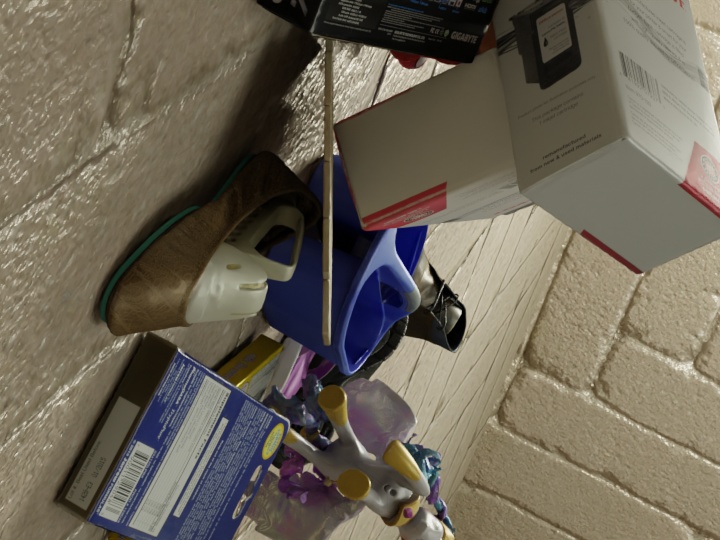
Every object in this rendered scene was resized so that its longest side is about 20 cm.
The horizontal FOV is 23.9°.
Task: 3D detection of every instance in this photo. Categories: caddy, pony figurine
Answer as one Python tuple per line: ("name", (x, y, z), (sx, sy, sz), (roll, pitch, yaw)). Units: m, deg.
("caddy", (0.000, 0.000, 1.316), (0.142, 0.105, 0.200), (-60, 169, -13))
("pony figurine", (-0.009, 0.161, 1.375), (0.167, 0.193, 0.200), (-50, 144, -11))

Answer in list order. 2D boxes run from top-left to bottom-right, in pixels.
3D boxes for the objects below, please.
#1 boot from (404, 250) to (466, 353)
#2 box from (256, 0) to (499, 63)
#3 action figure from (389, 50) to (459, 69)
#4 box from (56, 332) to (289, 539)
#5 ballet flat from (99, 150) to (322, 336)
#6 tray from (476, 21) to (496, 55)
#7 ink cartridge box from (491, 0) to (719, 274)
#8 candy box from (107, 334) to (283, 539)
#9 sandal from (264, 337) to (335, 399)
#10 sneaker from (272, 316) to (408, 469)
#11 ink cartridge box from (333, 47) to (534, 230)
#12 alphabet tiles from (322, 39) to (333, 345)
("boot", (0.068, 0.013, 1.694), (0.075, 0.096, 0.200), (-59, 168, -25))
("box", (0.045, -0.230, 1.016), (0.200, 0.050, 0.200), (-2, 119, -58))
("action figure", (0.068, -0.204, 1.192), (0.200, 0.098, 0.066), (103, -10, -59))
("box", (-0.118, 0.126, 1.134), (0.122, 0.032, 0.200), (-63, 154, -8))
("ballet flat", (-0.077, -0.009, 1.021), (0.200, 0.072, 0.068), (-47, 162, -57))
("tray", (0.154, -0.219, 1.319), (0.037, 0.098, 0.200), (69, 26, -18))
("ink cartridge box", (0.163, -0.121, 1.115), (0.083, 0.145, 0.201), (-27, -128, 31))
("candy box", (-0.118, 0.124, 1.259), (0.103, 0.026, 0.200), (-66, 169, 23))
("sandal", (-0.035, 0.067, 1.457), (0.203, 0.050, 0.083), (-62, 169, -13))
("sneaker", (-0.029, 0.096, 1.542), (0.200, 0.076, 0.091), (-52, 175, -21))
("ink cartridge box", (0.097, -0.093, 1.220), (0.145, 0.085, 0.200), (-22, 171, 31))
("alphabet tiles", (-0.021, -0.056, 1.088), (0.166, 0.006, 0.202), (93, -2, -84))
